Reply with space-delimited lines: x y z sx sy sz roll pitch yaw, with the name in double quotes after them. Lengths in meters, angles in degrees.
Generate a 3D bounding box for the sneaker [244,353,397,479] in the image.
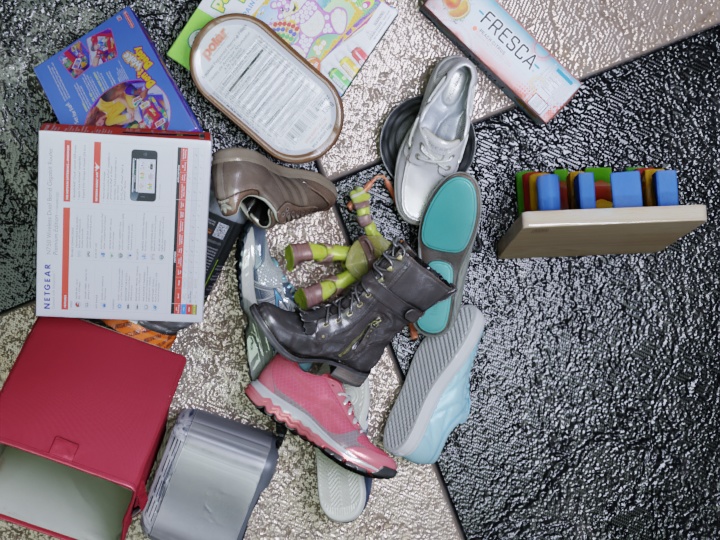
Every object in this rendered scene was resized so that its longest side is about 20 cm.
-0.034 0.162 1.406 0.199 0.074 0.087 32 80 9 "sneaker"

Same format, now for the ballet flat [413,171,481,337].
0.098 -0.022 1.436 0.067 0.064 0.202 14 108 9 "ballet flat"

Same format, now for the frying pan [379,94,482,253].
0.107 -0.125 1.465 0.190 0.031 0.115 41 95 -9 "frying pan"

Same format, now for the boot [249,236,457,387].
-0.007 0.030 1.369 0.199 0.069 0.174 28 111 -39 "boot"

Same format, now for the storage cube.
-0.314 0.180 1.378 0.198 0.181 0.172 20 139 -3 "storage cube"

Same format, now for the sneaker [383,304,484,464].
0.103 0.140 1.485 0.082 0.074 0.201 31 89 -35 "sneaker"

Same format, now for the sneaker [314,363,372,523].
-0.021 0.203 1.483 0.074 0.085 0.202 0 72 8 "sneaker"

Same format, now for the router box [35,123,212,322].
-0.251 -0.050 1.311 0.178 0.049 0.202 3 105 -9 "router box"

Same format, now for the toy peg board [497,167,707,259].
0.263 -0.081 1.402 0.198 0.199 0.099 -3 81 -2 "toy peg board"

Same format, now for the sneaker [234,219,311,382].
-0.101 0.034 1.461 0.085 0.078 0.202 -8 106 -8 "sneaker"

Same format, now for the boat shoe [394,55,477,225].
0.086 -0.147 1.413 0.070 0.069 0.202 13 100 -6 "boat shoe"

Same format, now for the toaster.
-0.175 0.249 1.453 0.128 0.114 0.202 21 98 -5 "toaster"

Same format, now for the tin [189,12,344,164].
-0.106 -0.207 1.406 0.200 0.042 0.112 40 89 -5 "tin"

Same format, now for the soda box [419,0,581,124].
0.162 -0.259 1.433 0.200 0.068 0.064 43 93 -6 "soda box"

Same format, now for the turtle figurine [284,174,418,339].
0.000 0.000 1.436 0.160 0.064 0.202 -16 101 -21 "turtle figurine"

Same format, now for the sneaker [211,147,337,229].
-0.099 -0.079 1.392 0.070 0.199 0.076 -7 76 36 "sneaker"

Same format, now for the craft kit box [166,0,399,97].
-0.089 -0.275 1.437 0.197 0.049 0.201 34 94 -2 "craft kit box"

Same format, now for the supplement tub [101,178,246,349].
-0.218 -0.019 1.420 0.122 0.123 0.201 27 94 -5 "supplement tub"

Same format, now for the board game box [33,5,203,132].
-0.270 -0.184 1.387 0.134 0.045 0.201 -32 62 2 "board game box"
